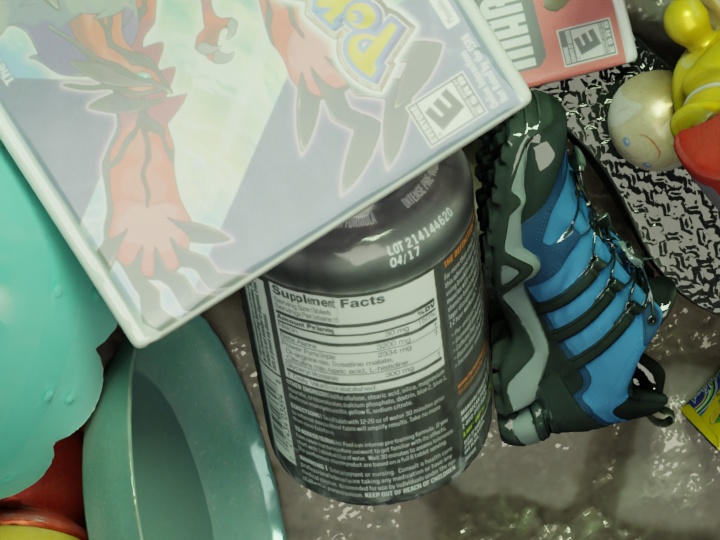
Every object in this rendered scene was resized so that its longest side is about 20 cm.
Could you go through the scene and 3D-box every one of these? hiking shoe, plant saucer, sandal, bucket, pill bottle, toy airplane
[{"bbox_3d":[0.098,-0.005,0.984,0.086,0.075,0.200,-5,136,3],"label":"hiking shoe"},{"bbox_3d":[-0.078,0.113,0.960,0.036,0.200,0.201,-12,108,13],"label":"plant saucer"},{"bbox_3d":[0.132,-0.064,1.017,0.075,0.048,0.201,-41,94,2],"label":"sandal"},{"bbox_3d":[-0.212,0.004,0.868,0.206,0.135,0.208,-1,85,19],"label":"bucket"},{"bbox_3d":[0.000,0.000,0.941,0.106,0.106,0.201,-12,134,-5],"label":"pill bottle"},{"bbox_3d":[0.167,-0.096,0.941,0.141,0.199,0.201,-31,71,30],"label":"toy airplane"}]

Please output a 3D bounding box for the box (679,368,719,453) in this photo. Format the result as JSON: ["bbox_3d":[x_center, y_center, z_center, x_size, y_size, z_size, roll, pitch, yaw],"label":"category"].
[{"bbox_3d":[0.254,0.116,1.071,0.200,0.064,0.070,43,96,-17],"label":"box"}]

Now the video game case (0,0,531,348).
[{"bbox_3d":[-0.062,-0.101,0.832,0.182,0.023,0.200,-32,95,5],"label":"video game case"}]

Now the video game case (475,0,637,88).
[{"bbox_3d":[0.012,-0.139,0.965,0.199,0.017,0.144,-14,94,-7],"label":"video game case"}]

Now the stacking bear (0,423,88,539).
[{"bbox_3d":[-0.150,0.150,0.946,0.121,0.201,0.114,-17,144,16],"label":"stacking bear"}]
